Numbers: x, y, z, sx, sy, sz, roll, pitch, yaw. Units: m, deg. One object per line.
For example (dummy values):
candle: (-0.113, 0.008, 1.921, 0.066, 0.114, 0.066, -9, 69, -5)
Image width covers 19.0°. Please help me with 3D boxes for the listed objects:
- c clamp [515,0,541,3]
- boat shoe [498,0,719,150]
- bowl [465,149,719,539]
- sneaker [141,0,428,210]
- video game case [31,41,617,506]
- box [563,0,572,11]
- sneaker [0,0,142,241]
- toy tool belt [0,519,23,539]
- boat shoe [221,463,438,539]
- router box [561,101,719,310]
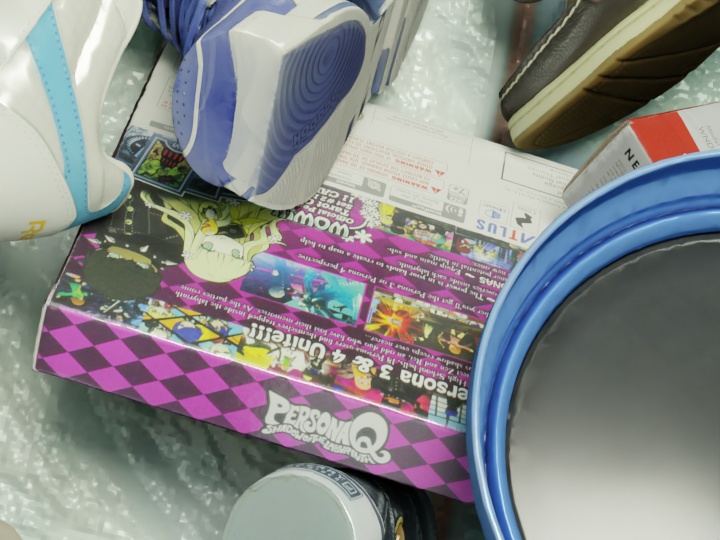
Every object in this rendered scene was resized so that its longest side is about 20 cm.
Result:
c clamp: (0.080, -0.196, 0.814, 0.027, 0.200, 0.172, 12, 59, -22)
boat shoe: (0.120, -0.122, 0.804, 0.073, 0.200, 0.065, -7, 61, -55)
bowl: (0.131, 0.058, 0.691, 0.199, 0.039, 0.202, 2, 67, -5)
sneaker: (-0.048, -0.095, 0.799, 0.115, 0.081, 0.199, 20, 27, 9)
video game case: (0.000, 0.000, 0.783, 0.199, 0.036, 0.182, 17, 36, -2)
box: (0.114, -0.172, 0.907, 0.038, 0.041, 0.201, 10, 70, -4)
sneaker: (-0.119, -0.110, 0.712, 0.080, 0.076, 0.201, -6, 101, -28)
toy tool belt: (-0.155, 0.171, 0.689, 0.124, 0.123, 0.201, -24, 79, 17)
boat shoe: (-0.021, 0.165, 0.750, 0.071, 0.091, 0.201, 18, 94, 24)
router box: (0.194, 0.025, 0.798, 0.179, 0.049, 0.201, -14, 66, -39)
